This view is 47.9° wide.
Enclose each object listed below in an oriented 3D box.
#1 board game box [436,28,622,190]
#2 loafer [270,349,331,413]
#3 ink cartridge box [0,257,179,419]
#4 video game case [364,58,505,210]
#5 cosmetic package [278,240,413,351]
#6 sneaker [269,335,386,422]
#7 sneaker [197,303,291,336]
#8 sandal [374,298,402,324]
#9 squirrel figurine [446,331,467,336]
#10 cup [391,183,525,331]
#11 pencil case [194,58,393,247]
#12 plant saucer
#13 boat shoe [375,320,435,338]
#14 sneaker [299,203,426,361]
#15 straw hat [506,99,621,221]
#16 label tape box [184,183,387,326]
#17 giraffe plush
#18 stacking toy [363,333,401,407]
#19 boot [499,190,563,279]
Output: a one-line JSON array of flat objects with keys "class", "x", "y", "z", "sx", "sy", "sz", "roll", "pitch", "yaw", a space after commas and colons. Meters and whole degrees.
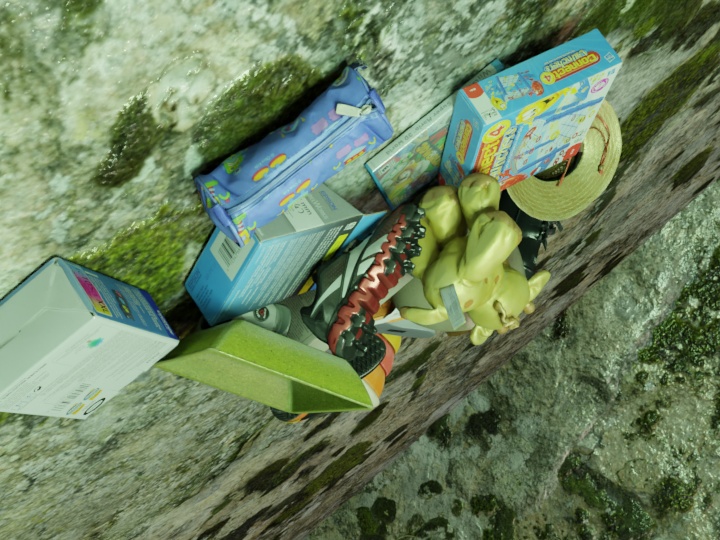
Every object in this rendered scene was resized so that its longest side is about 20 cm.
[{"class": "board game box", "x": 0.202, "y": -0.180, "z": 1.009, "sx": 0.194, "sy": 0.056, "sz": 0.200, "roll": -26, "pitch": 159, "yaw": -13}, {"class": "loafer", "x": -0.069, "y": 0.112, "z": 1.142, "sx": 0.068, "sy": 0.070, "sz": 0.202, "roll": 174, "pitch": -60, "yaw": -86}, {"class": "ink cartridge box", "x": -0.273, "y": 0.075, "z": 0.795, "sx": 0.136, "sy": 0.077, "sz": 0.200, "roll": -38, "pitch": 160, "yaw": 3}, {"class": "video game case", "x": 0.101, "y": -0.163, "z": 1.012, "sx": 0.199, "sy": 0.018, "sz": 0.143, "roll": -39, "pitch": 161, "yaw": 1}, {"class": "cosmetic package", "x": -0.041, "y": 0.028, "z": 1.069, "sx": 0.199, "sy": 0.104, "sz": 0.073, "roll": -38, "pitch": 160, "yaw": 6}, {"class": "sneaker", "x": -0.048, "y": 0.166, "z": 1.253, "sx": 0.199, "sy": 0.070, "sz": 0.090, "roll": -34, "pitch": 162, "yaw": -5}, {"class": "sneaker", "x": -0.172, "y": 0.080, "z": 1.018, "sx": 0.088, "sy": 0.075, "sz": 0.200, "roll": 19, "pitch": 144, "yaw": -28}, {"class": "sandal", "x": 0.035, "y": 0.042, "z": 1.275, "sx": 0.206, "sy": 0.079, "sz": 0.059, "roll": -21, "pitch": 148, "yaw": -44}, {"class": "squirrel figurine", "x": 0.231, "y": -0.002, "z": 1.399, "sx": 0.186, "sy": 0.142, "sz": 0.199, "roll": -33, "pitch": -173, "yaw": -35}, {"class": "cup", "x": 0.129, "y": -0.037, "z": 1.139, "sx": 0.199, "sy": 0.200, "sz": 0.144, "roll": -30, "pitch": 132, "yaw": -20}, {"class": "pencil case", "x": -0.059, "y": -0.107, "z": 0.754, "sx": 0.199, "sy": 0.078, "sz": 0.087, "roll": -37, "pitch": -169, "yaw": -4}, {"class": "plant saucer", "x": -0.109, "y": 0.108, "z": 0.911, "sx": 0.198, "sy": 0.048, "sz": 0.199, "roll": 24, "pitch": 159, "yaw": -26}, {"class": "boat shoe", "x": 0.047, "y": 0.065, "z": 1.361, "sx": 0.198, "sy": 0.069, "sz": 0.073, "roll": 11, "pitch": 157, "yaw": -31}, {"class": "sneaker", "x": 0.000, "y": 0.000, "z": 0.935, "sx": 0.201, "sy": 0.097, "sz": 0.071, "roll": -58, "pitch": 152, "yaw": -12}, {"class": "straw hat", "x": 0.274, "y": -0.174, "z": 1.186, "sx": 0.200, "sy": 0.202, "sz": 0.085, "roll": -35, "pitch": -157, "yaw": -9}, {"class": "label tape box", "x": -0.084, "y": -0.027, "z": 0.922, "sx": 0.199, "sy": 0.063, "sz": 0.144, "roll": -18, "pitch": 154, "yaw": -47}, {"class": "giraffe plush", "x": 0.148, "y": 0.005, "z": 0.996, "sx": 0.171, "sy": 0.202, "sz": 0.162, "roll": -20, "pitch": 147, "yaw": 35}, {"class": "stacking toy", "x": 0.025, "y": 0.126, "z": 1.425, "sx": 0.200, "sy": 0.146, "sz": 0.146, "roll": -49, "pitch": 165, "yaw": -16}, {"class": "boot", "x": 0.218, "y": -0.076, "z": 1.285, "sx": 0.164, "sy": 0.197, "sz": 0.073, "roll": -65, "pitch": 153, "yaw": -11}]
